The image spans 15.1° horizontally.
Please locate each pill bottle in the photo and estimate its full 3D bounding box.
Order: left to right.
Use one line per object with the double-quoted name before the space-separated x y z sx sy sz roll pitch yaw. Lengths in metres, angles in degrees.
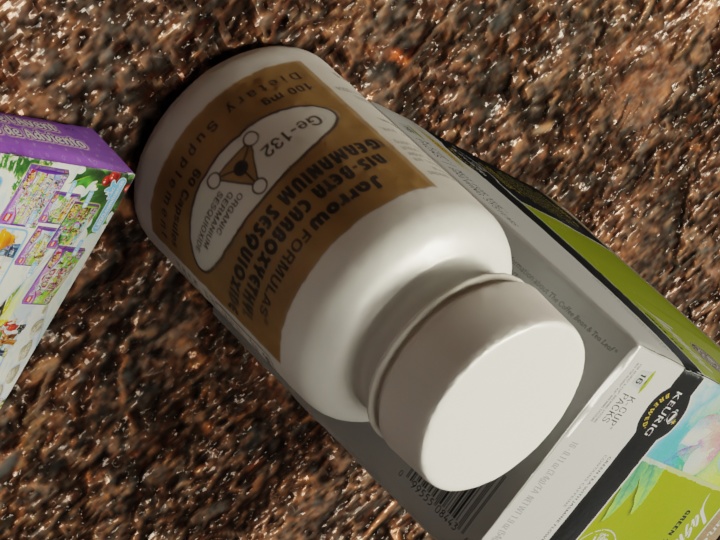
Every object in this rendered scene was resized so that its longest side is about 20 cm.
"pill bottle" 0.000 0.000 1.181 0.114 0.200 0.114 -28 142 -25

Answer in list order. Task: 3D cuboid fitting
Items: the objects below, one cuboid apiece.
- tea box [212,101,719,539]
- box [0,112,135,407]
"tea box" 0.074 0.047 1.311 0.134 0.200 0.197 -53 145 10
"box" -0.196 0.022 1.138 0.137 0.039 0.200 8 120 -51
